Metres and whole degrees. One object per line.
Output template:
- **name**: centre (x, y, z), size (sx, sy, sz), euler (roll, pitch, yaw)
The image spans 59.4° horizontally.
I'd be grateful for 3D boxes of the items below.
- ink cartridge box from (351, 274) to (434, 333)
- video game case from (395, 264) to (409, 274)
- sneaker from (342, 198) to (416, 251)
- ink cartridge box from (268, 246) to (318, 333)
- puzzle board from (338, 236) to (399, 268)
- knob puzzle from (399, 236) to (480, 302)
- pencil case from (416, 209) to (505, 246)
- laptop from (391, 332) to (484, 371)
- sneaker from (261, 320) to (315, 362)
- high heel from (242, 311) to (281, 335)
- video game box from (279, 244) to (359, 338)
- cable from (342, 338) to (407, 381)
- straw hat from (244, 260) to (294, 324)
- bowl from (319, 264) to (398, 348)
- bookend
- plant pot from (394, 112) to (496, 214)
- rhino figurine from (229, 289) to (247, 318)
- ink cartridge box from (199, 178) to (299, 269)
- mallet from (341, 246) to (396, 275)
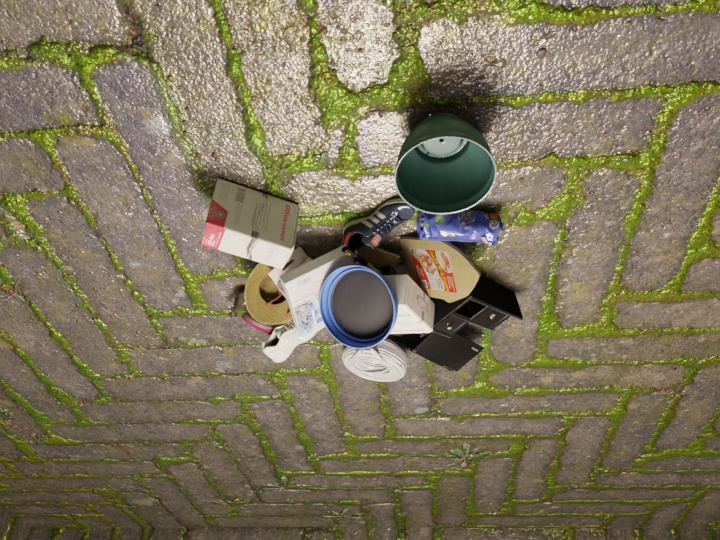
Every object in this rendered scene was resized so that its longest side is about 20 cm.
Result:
- **ink cartridge box**: centre (0.086, 0.088, 1.592), size (0.145, 0.083, 0.200), euler (-4, 155, 26)
- **video game case**: centre (0.157, 0.053, 1.699), size (0.198, 0.023, 0.183), euler (3, 139, 0)
- **sneaker**: centre (0.045, -0.096, 1.481), size (0.199, 0.085, 0.075), euler (-26, 132, 29)
- **ink cartridge box**: centre (-0.134, 0.050, 1.622), size (0.117, 0.067, 0.200), euler (-42, 126, -10)
- **puzzle board**: centre (0.000, 0.000, 1.634), size (0.150, 0.017, 0.201), euler (21, 137, -5)
- **knob puzzle**: centre (0.205, -0.006, 1.552), size (0.218, 0.030, 0.221), euler (23, 138, 22)
- **pencil case**: centre (0.229, -0.101, 1.465), size (0.198, 0.087, 0.078), euler (6, 143, -2)
- **laptop**: centre (0.223, 0.218, 1.854), size (0.177, 0.104, 0.200), euler (29, 175, -27)
- **sneaker**: centre (-0.192, 0.175, 1.771), size (0.200, 0.070, 0.080), euler (-44, 138, 3)
- **high heel**: centre (-0.266, 0.179, 1.831), size (0.199, 0.068, 0.096), euler (23, 125, -27)
- **video game box**: centre (-0.086, 0.050, 1.570), size (0.199, 0.047, 0.183), euler (-26, 127, -18)
- **cable**: centre (0.042, 0.268, 1.903), size (0.199, 0.070, 0.200), euler (31, 145, -26)
- **straw hat**: centre (-0.233, 0.042, 1.650), size (0.085, 0.202, 0.201), euler (23, 164, 49)
- **bowl**: centre (-0.003, 0.084, 1.497), size (0.199, 0.039, 0.202), euler (5, 101, 25)
- **bookend**: centre (0.286, 0.115, 1.686), size (0.198, 0.093, 0.200), euler (22, 132, -31)
- **plant pot**: centre (0.167, -0.232, 1.276), size (0.198, 0.135, 0.201), euler (1, 141, 1)
- **rhino figurine**: centre (-0.257, 0.101, 1.749), size (0.198, 0.060, 0.088), euler (10, 131, -13)
- **ink cartridge box**: centre (-0.248, -0.105, 1.437), size (0.199, 0.146, 0.085), euler (16, 139, -15)
- **mallet**: centre (0.024, -0.015, 1.521), size (0.065, 0.041, 0.200), euler (-8, 156, 23)
